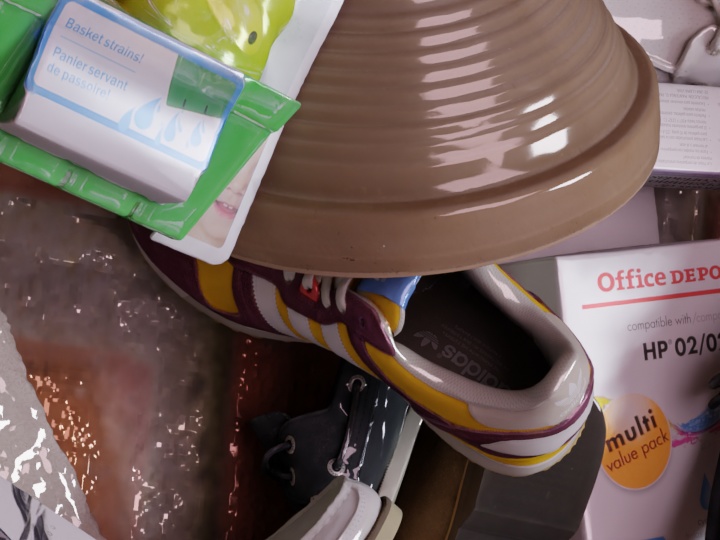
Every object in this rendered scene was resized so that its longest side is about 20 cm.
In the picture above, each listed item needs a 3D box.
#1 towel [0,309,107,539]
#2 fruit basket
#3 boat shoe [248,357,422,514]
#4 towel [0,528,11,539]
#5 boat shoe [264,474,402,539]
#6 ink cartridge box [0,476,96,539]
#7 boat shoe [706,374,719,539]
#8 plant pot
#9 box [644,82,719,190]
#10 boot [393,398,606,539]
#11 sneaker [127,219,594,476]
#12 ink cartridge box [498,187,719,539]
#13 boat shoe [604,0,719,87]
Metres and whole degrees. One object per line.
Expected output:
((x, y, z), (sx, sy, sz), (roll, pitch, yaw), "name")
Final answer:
((-0.179, 0.054, 0.992), (0.132, 0.034, 0.201), (-29, 103, -34), "towel")
((-0.068, -0.119, 0.890), (0.185, 0.094, 0.201), (25, 97, -38), "fruit basket")
((-0.010, 0.062, 1.085), (0.066, 0.075, 0.200), (23, 84, -2), "boat shoe")
((-0.185, 0.136, 0.857), (0.200, 0.022, 0.147), (-41, 102, 16), "towel")
((-0.072, 0.142, 1.004), (0.200, 0.075, 0.068), (-45, 93, -5), "boat shoe")
((-0.138, 0.152, 0.916), (0.200, 0.084, 0.145), (35, 106, -11), "ink cartridge box")
((0.180, 0.048, 1.110), (0.062, 0.074, 0.201), (23, 68, -28), "boat shoe")
((0.012, -0.086, 1.017), (0.200, 0.200, 0.093), (-25, 127, -32), "plant pot")
((0.092, -0.059, 1.154), (0.199, 0.039, 0.042), (1, 81, -23), "box")
((0.033, 0.129, 1.111), (0.073, 0.075, 0.201), (22, 93, -30), "boot")
((0.000, 0.000, 1.020), (0.199, 0.090, 0.075), (28, 73, 10), "sneaker")
((0.113, 0.049, 1.163), (0.115, 0.068, 0.201), (-6, 89, -35), "ink cartridge box")
((0.157, -0.106, 1.203), (0.199, 0.070, 0.071), (14, 79, -32), "boat shoe")
